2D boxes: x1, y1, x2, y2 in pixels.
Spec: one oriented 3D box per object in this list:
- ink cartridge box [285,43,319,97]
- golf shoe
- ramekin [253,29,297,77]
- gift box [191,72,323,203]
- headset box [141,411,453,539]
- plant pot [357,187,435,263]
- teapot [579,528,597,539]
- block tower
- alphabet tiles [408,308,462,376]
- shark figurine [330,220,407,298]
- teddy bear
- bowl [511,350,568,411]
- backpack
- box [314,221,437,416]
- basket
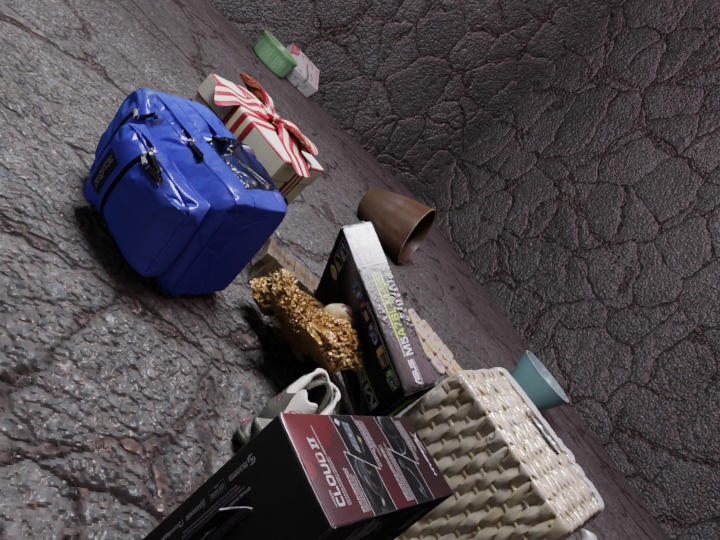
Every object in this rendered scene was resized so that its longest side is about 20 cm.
[{"bbox_3d":[-0.293,-0.967,2.606,0.199,0.082,0.149,34,49,-44],"label":"ink cartridge box"},{"bbox_3d":[-0.049,0.145,0.567,0.077,0.088,0.200,47,13,6],"label":"golf shoe"},{"bbox_3d":[-0.381,-0.954,2.389,0.200,0.098,0.201,44,15,-15],"label":"ramekin"},{"bbox_3d":[-0.173,-0.158,0.784,0.185,0.187,0.200,47,14,1],"label":"gift box"},{"bbox_3d":[-0.042,0.176,0.380,0.199,0.149,0.078,25,25,-55],"label":"headset box"},{"bbox_3d":[0.094,-0.158,1.622,0.199,0.188,0.186,37,11,17],"label":"plant pot"},{"bbox_3d":[0.312,0.471,0.661,0.201,0.146,0.197,50,15,7],"label":"teapot"},{"bbox_3d":[-0.079,0.045,0.798,0.200,0.058,0.054,45,14,-21],"label":"block tower"},{"bbox_3d":[0.171,0.175,1.270,0.201,0.015,0.195,51,14,9],"label":"alphabet tiles"},{"bbox_3d":[-0.002,0.018,1.098,0.217,0.127,0.090,62,36,-18],"label":"shark figurine"},{"bbox_3d":[-0.064,0.056,0.641,0.146,0.067,0.199,56,-22,-12],"label":"teddy bear"},{"bbox_3d":[0.560,0.368,1.721,0.201,0.105,0.201,43,15,-15],"label":"bowl"},{"bbox_3d":[-0.204,-0.099,0.590,0.201,0.162,0.167,53,19,17],"label":"backpack"},{"bbox_3d":[0.006,0.076,0.655,0.047,0.194,0.203,-12,68,-23],"label":"box"},{"bbox_3d":[0.127,0.242,0.607,0.160,0.200,0.199,19,32,-58],"label":"basket"}]
